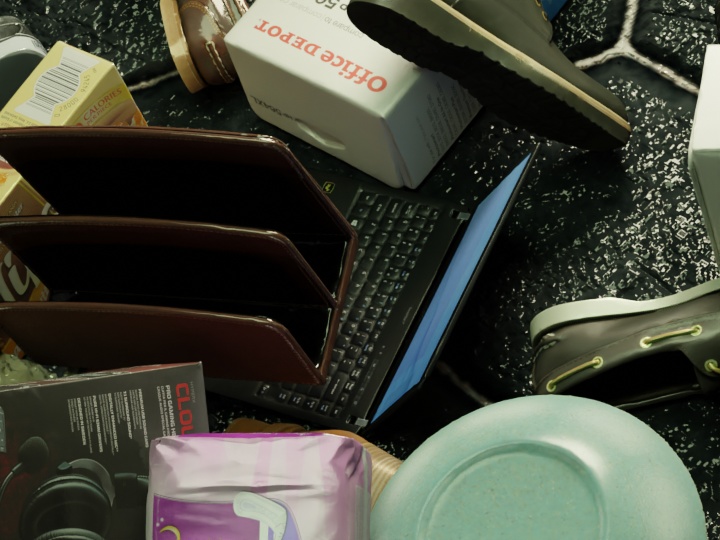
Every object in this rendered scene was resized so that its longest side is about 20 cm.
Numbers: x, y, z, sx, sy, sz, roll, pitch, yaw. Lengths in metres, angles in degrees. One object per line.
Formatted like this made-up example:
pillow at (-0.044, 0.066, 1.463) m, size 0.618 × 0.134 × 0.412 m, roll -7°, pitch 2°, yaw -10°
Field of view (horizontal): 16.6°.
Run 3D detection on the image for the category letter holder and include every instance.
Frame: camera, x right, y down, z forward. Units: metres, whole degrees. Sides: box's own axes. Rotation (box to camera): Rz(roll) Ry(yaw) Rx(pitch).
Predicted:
letter holder at (-0.123, -0.012, 1.458) m, size 0.199 × 0.142 × 0.101 m, roll 3°, pitch 64°, yaw 23°

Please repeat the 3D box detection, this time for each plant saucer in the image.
plant saucer at (0.086, 0.148, 1.328) m, size 0.200 × 0.039 × 0.202 m, roll -10°, pitch 57°, yaw 15°

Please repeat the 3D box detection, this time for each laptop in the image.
laptop at (0.000, 0.000, 1.517) m, size 0.199 × 0.103 × 0.178 m, roll 15°, pitch 62°, yaw 27°

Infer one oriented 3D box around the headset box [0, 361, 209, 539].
headset box at (-0.162, 0.134, 1.377) m, size 0.077 × 0.199 × 0.150 m, roll -6°, pitch 90°, yaw 48°

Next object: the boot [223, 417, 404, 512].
boot at (-0.052, 0.184, 1.438) m, size 0.154 × 0.074 × 0.201 m, roll 16°, pitch 65°, yaw 36°

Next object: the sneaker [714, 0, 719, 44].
sneaker at (0.312, -0.191, 1.564) m, size 0.199 × 0.070 × 0.100 m, roll -27°, pitch 50°, yaw -2°

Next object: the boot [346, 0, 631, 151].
boot at (0.104, -0.175, 1.550) m, size 0.077 × 0.199 × 0.139 m, roll -14°, pitch 48°, yaw 62°

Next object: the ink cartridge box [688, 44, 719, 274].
ink cartridge box at (0.303, -0.059, 1.427) m, size 0.199 × 0.147 × 0.086 m, roll 2°, pitch 58°, yaw 20°

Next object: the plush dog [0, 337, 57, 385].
plush dog at (-0.228, 0.131, 1.480) m, size 0.160 × 0.200 × 0.172 m, roll -11°, pitch 40°, yaw 45°

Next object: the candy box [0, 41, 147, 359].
candy box at (-0.217, -0.036, 1.607) m, size 0.055 × 0.116 × 0.200 m, roll 24°, pitch 67°, yaw 31°

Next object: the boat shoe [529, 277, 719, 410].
boat shoe at (0.197, 0.047, 1.442) m, size 0.200 × 0.072 × 0.061 m, roll -11°, pitch 58°, yaw 20°

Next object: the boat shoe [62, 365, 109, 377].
boat shoe at (-0.144, 0.011, 1.584) m, size 0.062 × 0.071 × 0.201 m, roll 0°, pitch 61°, yaw 22°

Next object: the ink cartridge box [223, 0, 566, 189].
ink cartridge box at (0.029, -0.172, 1.638) m, size 0.146 × 0.084 × 0.200 m, roll 27°, pitch 67°, yaw 30°

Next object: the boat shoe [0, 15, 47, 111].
boat shoe at (-0.316, -0.120, 1.726) m, size 0.199 × 0.074 × 0.068 m, roll -32°, pitch 50°, yaw -8°

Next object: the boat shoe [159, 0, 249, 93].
boat shoe at (-0.109, -0.215, 1.725) m, size 0.070 × 0.070 × 0.201 m, roll -23°, pitch 61°, yaw 11°

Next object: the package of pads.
package of pads at (-0.057, 0.189, 1.324) m, size 0.120 × 0.076 × 0.202 m, roll -1°, pitch 77°, yaw 10°
